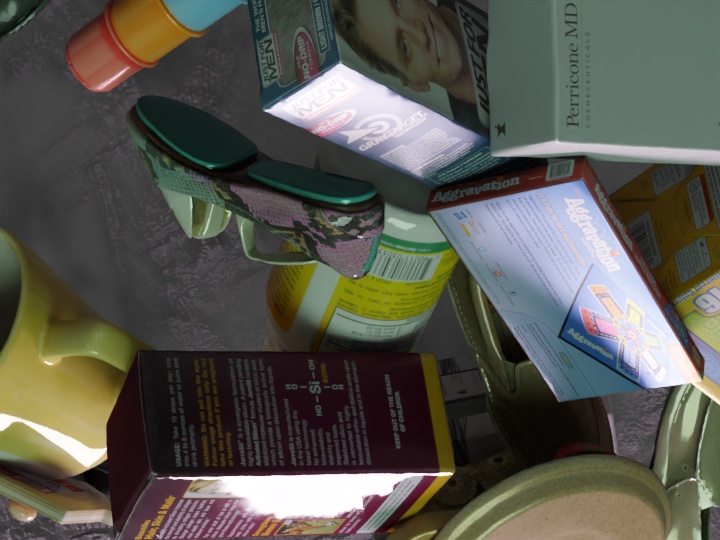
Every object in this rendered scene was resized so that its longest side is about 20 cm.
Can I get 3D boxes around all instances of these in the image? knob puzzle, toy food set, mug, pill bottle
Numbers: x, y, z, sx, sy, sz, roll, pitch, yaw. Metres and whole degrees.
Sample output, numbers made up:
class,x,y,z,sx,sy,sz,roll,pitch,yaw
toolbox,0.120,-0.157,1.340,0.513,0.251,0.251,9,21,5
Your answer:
class,x,y,z,sx,sy,sz,roll,pitch,yaw
knob puzzle,-0.265,0.146,1.239,0.218,0.219,0.031,26,86,-26
toy food set,0.120,0.194,1.172,0.200,0.049,0.198,-40,133,10
mug,-0.221,0.077,1.168,0.150,0.186,0.153,-52,134,-1
pill bottle,0.000,0.000,1.141,0.112,0.113,0.201,11,132,-14

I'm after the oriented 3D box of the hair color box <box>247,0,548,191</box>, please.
class,x,y,z,sx,sy,sz,roll,pitch,yaw
hair color box,0.023,-0.117,0.991,0.060,0.101,0.199,-27,151,32

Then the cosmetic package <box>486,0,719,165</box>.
class,x,y,z,sx,sy,sz,roll,pitch,yaw
cosmetic package,0.174,-0.116,1.000,0.198,0.103,0.071,0,179,-28

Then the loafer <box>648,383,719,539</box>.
class,x,y,z,sx,sy,sz,roll,pitch,yaw
loafer,0.252,0.136,1.282,0.068,0.076,0.202,17,113,14

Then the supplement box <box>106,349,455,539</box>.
class,x,y,z,sx,sy,sz,roll,pitch,yaw
supplement box,-0.054,0.112,1.101,0.198,0.086,0.111,2,150,-21

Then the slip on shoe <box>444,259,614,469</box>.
class,x,y,z,sx,sy,sz,roll,pitch,yaw
slip on shoe,0.118,0.063,1.175,0.075,0.061,0.202,-24,94,-12

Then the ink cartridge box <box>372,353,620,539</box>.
class,x,y,z,sx,sy,sz,roll,pitch,yaw
ink cartridge box,0.095,0.138,1.302,0.198,0.085,0.147,-11,135,7

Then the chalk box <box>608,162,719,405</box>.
class,x,y,z,sx,sy,sz,roll,pitch,yaw
chalk box,0.274,0.013,1.165,0.123,0.125,0.199,-36,127,29

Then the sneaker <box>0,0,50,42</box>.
class,x,y,z,sx,sy,sz,roll,pitch,yaw
sneaker,-0.188,-0.205,0.960,0.200,0.074,0.088,-42,125,19

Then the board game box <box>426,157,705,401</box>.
class,x,y,z,sx,sy,sz,roll,pitch,yaw
board game box,0.130,0.011,1.061,0.102,0.020,0.200,-10,137,29

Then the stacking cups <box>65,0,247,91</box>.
class,x,y,z,sx,sy,sz,roll,pitch,yaw
stacking cups,-0.091,-0.166,1.007,0.199,0.061,0.060,-33,128,25

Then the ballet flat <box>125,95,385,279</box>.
class,x,y,z,sx,sy,sz,roll,pitch,yaw
ballet flat,-0.071,-0.045,1.055,0.199,0.069,0.072,24,118,29

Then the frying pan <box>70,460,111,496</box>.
class,x,y,z,sx,sy,sz,roll,pitch,yaw
frying pan,-0.187,0.150,1.268,0.189,0.114,0.031,10,93,-42

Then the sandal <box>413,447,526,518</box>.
class,x,y,z,sx,sy,sz,roll,pitch,yaw
sandal,0.109,0.158,1.232,0.210,0.078,0.070,16,100,-29
